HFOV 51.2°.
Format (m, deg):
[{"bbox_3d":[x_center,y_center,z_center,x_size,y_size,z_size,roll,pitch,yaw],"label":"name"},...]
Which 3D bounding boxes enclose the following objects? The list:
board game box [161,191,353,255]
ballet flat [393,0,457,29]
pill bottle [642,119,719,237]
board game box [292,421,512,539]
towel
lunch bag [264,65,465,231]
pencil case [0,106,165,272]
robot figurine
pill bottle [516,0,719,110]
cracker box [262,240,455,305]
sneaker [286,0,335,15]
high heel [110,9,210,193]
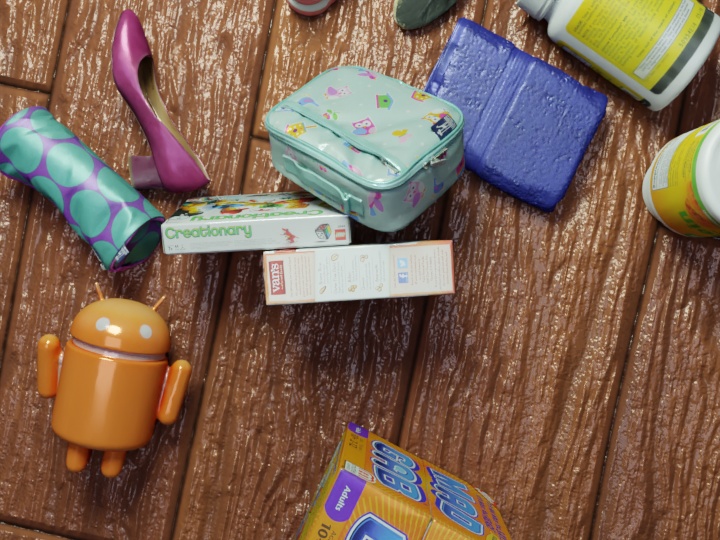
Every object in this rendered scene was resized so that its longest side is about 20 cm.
[{"bbox_3d":[-0.106,-0.055,0.823,0.194,0.127,0.036,-3,108,1],"label":"board game box"},{"bbox_3d":[0.105,-0.362,0.859,0.066,0.057,0.202,34,97,-27],"label":"ballet flat"},{"bbox_3d":[0.363,-0.091,0.772,0.108,0.200,0.115,0,91,2],"label":"pill bottle"},{"bbox_3d":[0.026,0.315,0.788,0.196,0.200,0.204,26,92,1],"label":"board game box"},{"bbox_3d":[0.165,-0.174,0.856,0.196,0.050,0.150,28,99,1],"label":"towel"},{"bbox_3d":[0.005,-0.132,0.781,0.198,0.078,0.160,30,53,30],"label":"lunch bag"},{"bbox_3d":[-0.319,-0.088,0.850,0.199,0.085,0.093,43,92,1],"label":"pencil case"},{"bbox_3d":[-0.278,0.120,0.836,0.141,0.116,0.206,13,91,26],"label":"robot figurine"},{"bbox_3d":[0.275,-0.276,0.814,0.198,0.114,0.116,34,92,0],"label":"pill bottle"},{"bbox_3d":[0.000,0.000,0.817,0.194,0.134,0.060,-4,92,1],"label":"cracker box"},{"bbox_3d":[-0.008,-0.372,0.835,0.074,0.087,0.201,43,92,0],"label":"sneaker"},{"bbox_3d":[-0.223,-0.192,0.854,0.093,0.068,0.206,-2,105,11],"label":"high heel"}]
